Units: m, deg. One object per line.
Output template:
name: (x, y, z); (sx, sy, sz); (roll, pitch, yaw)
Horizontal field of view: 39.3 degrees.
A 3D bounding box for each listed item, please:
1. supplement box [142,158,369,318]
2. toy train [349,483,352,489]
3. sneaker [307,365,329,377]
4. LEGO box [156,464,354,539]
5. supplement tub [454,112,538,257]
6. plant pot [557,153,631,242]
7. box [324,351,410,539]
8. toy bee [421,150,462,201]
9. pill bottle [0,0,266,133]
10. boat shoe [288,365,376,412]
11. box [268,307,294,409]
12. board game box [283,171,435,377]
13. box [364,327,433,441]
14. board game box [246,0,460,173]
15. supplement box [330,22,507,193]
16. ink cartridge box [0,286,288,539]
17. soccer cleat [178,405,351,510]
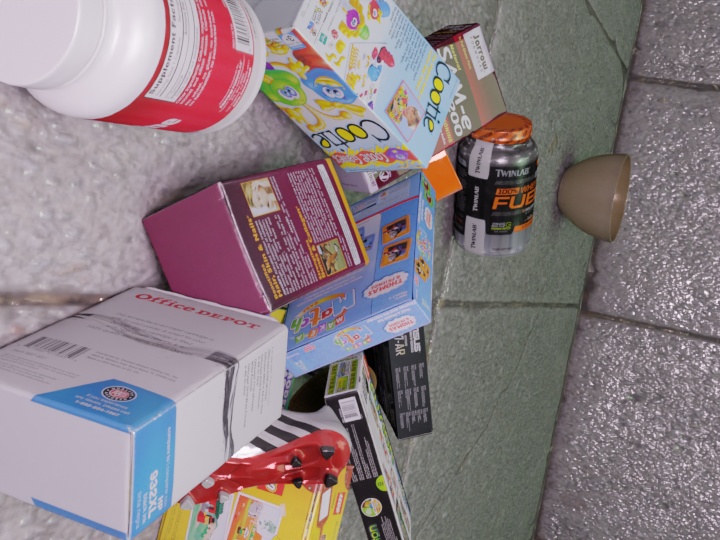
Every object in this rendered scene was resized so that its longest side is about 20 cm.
supplement box: (-0.083, -0.025, 0.882); (0.200, 0.085, 0.111); (-26, 94, -63)
toy train: (-0.061, 0.277, 1.061); (0.200, 0.085, 0.116); (-46, 176, 13)
sneaker: (-0.012, 0.087, 1.182); (0.112, 0.073, 0.200); (-70, 155, -16)
LEGO box: (-0.107, 0.260, 0.938); (0.077, 0.148, 0.201); (28, 76, -67)
supplement tub: (0.207, -0.132, 1.543); (0.123, 0.122, 0.201); (-45, 140, -54)
plant pot: (0.521, -0.173, 2.276); (0.200, 0.134, 0.201); (12, 90, -69)
box: (0.010, 0.190, 1.017); (0.110, 0.035, 0.201); (-82, 157, -73)
toy bee: (0.066, -0.187, 1.184); (0.109, 0.130, 0.201); (-105, -171, -62)
pill bottle: (-0.154, -0.152, 0.659); (0.200, 0.112, 0.113); (-7, 108, -67)
boat shoe: (-0.060, 0.178, 1.093); (0.200, 0.073, 0.065); (-46, 172, -8)
box: (-0.110, 0.088, 0.981); (0.200, 0.048, 0.118); (16, 87, -70)
board game box: (0.000, 0.000, 0.990); (0.037, 0.151, 0.200); (52, 27, -30)
box: (0.035, 0.072, 1.186); (0.160, 0.043, 0.201); (-124, -155, -65)
board game box: (-0.017, -0.186, 0.903); (0.200, 0.103, 0.105); (41, 62, -40)
supplement box: (0.054, -0.175, 1.077); (0.200, 0.061, 0.109); (-33, 114, -24)
ink cartridge box: (-0.162, 0.090, 0.720); (0.200, 0.145, 0.084); (-33, 132, -61)
soccer cleat: (-0.108, 0.153, 0.872); (0.085, 0.199, 0.069); (-107, -165, -62)
